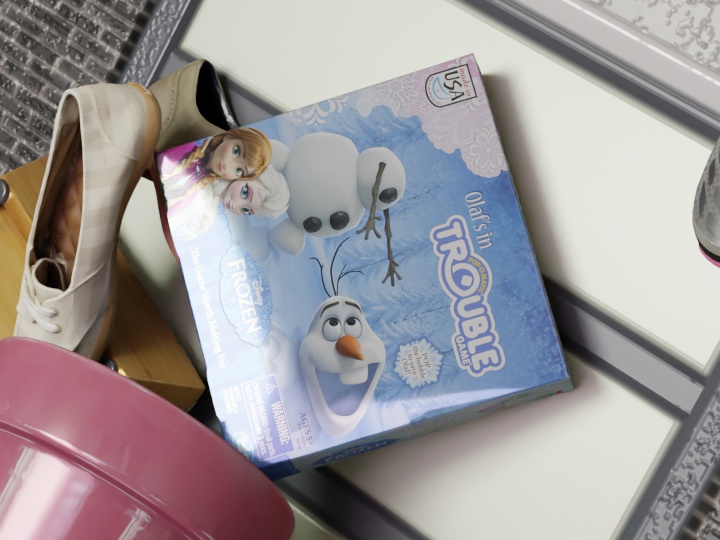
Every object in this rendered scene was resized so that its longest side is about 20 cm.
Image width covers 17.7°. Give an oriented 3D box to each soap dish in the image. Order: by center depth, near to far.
[{"bbox_3d":[-0.205,0.047,1.452,0.157,0.081,0.200,-44,64,18],"label":"soap dish"}]

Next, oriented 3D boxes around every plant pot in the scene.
[{"bbox_3d":[-0.162,0.164,1.272,0.199,0.200,0.179,19,67,31],"label":"plant pot"}]

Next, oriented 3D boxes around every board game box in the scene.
[{"bbox_3d":[0.000,0.000,1.322,0.198,0.043,0.201,-17,74,4],"label":"board game box"}]

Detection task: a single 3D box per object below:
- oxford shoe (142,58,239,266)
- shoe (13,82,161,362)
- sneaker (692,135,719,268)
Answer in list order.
[{"bbox_3d":[-0.080,-0.043,1.398,0.075,0.070,0.200,-38,67,17],"label":"oxford shoe"},{"bbox_3d":[-0.173,-0.017,1.352,0.070,0.053,0.201,28,108,36],"label":"shoe"},{"bbox_3d":[0.231,-0.090,1.211,0.074,0.087,0.200,42,105,27],"label":"sneaker"}]
